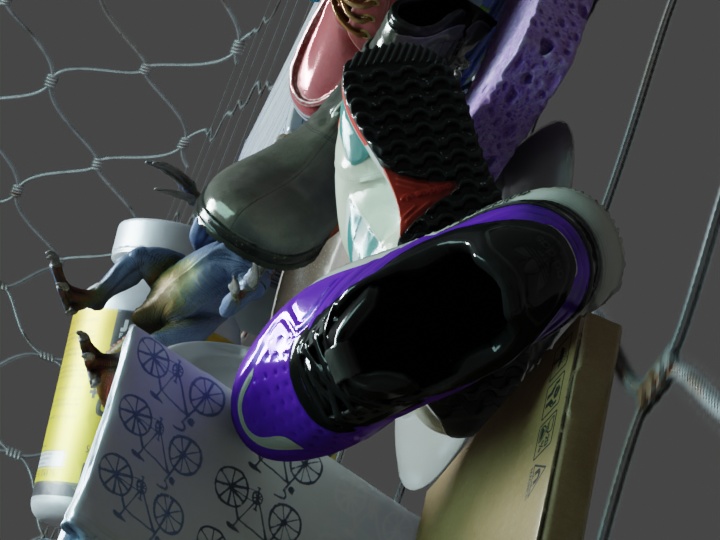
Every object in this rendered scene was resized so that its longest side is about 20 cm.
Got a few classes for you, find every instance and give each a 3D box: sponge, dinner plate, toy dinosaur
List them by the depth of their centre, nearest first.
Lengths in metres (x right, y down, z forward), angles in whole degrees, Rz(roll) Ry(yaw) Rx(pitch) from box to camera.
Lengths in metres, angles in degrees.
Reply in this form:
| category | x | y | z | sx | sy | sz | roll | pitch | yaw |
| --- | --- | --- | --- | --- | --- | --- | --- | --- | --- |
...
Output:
| category | x | y | z | sx | sy | sz | roll | pitch | yaw |
| --- | --- | --- | --- | --- | --- | --- | --- | --- | --- |
| dinner plate | 0.054 | 0.013 | 1.055 | 0.200 | 0.024 | 0.201 | -157 | 90 | -82 |
| sponge | 0.090 | -0.125 | 1.079 | 0.112 | 0.030 | 0.201 | -58 | 6 | 40 |
| toy dinosaur | -0.088 | -0.008 | 1.221 | 0.200 | 0.180 | 0.106 | 92 | 157 | -72 |

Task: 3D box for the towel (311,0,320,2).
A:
| category | x | y | z | sx | sy | sz | roll | pitch | yaw |
| --- | --- | --- | --- | --- | --- | --- | --- | --- | --- |
| towel | -0.005 | -0.213 | 1.140 | 0.147 | 0.022 | 0.200 | -49 | -12 | 11 |

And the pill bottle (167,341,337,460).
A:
| category | x | y | z | sx | sy | sz | roll | pitch | yaw |
| --- | --- | --- | --- | --- | --- | --- | --- | --- | --- |
| pill bottle | -0.082 | 0.152 | 1.168 | 0.114 | 0.113 | 0.201 | -96 | 19 | -72 |

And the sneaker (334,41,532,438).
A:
| category | x | y | z | sx | sy | sz | roll | pitch | yaw |
| --- | --- | --- | --- | --- | --- | --- | --- | --- | --- |
| sneaker | 0.031 | -0.004 | 0.984 | 0.094 | 0.070 | 0.201 | 102 | 157 | -60 |

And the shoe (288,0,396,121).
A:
| category | x | y | z | sx | sy | sz | roll | pitch | yaw |
| --- | --- | --- | --- | --- | --- | --- | --- | --- | --- |
| shoe | 0.003 | -0.160 | 1.148 | 0.091 | 0.072 | 0.200 | -3 | -39 | -53 |

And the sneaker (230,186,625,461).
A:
| category | x | y | z | sx | sy | sz | roll | pitch | yaw |
| --- | --- | --- | --- | --- | --- | --- | --- | --- | --- |
| sneaker | 0.005 | 0.029 | 0.851 | 0.200 | 0.070 | 0.099 | -31 | -2 | 33 |

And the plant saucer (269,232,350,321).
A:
| category | x | y | z | sx | sy | sz | roll | pitch | yaw |
| --- | --- | --- | --- | --- | --- | --- | --- | --- | --- |
| plant saucer | 0.000 | 0.000 | 1.243 | 0.200 | 0.032 | 0.201 | -51 | 26 | 38 |

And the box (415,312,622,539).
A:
| category | x | y | z | sx | sy | sz | roll | pitch | yaw |
| --- | --- | --- | --- | --- | --- | --- | --- | --- | --- |
| box | 0.044 | 0.136 | 0.813 | 0.164 | 0.021 | 0.201 | 124 | 165 | -51 |

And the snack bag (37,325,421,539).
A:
| category | x | y | z | sx | sy | sz | roll | pitch | yaw |
| --- | --- | --- | --- | --- | --- | --- | --- | --- | --- |
| snack bag | -0.059 | 0.152 | 0.900 | 0.021 | 0.188 | 0.201 | -22 | 40 | 44 |

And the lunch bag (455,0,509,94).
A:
| category | x | y | z | sx | sy | sz | roll | pitch | yaw |
| --- | --- | --- | --- | --- | --- | --- | --- | --- | --- |
| lunch bag | 0.066 | -0.201 | 1.284 | 0.161 | 0.082 | 0.201 | -55 | 11 | 47 |

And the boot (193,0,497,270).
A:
| category | x | y | z | sx | sy | sz | roll | pitch | yaw |
| --- | --- | --- | --- | --- | --- | --- | --- | --- | --- |
| boot | -0.006 | -0.084 | 1.088 | 0.200 | 0.068 | 0.131 | -34 | -24 | -58 |

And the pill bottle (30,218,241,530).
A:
| category | x | y | z | sx | sy | sz | roll | pitch | yaw |
| --- | --- | --- | --- | --- | --- | --- | --- | --- | --- |
| pill bottle | -0.139 | 0.074 | 1.355 | 0.112 | 0.111 | 0.202 | 141 | 141 | -71 |

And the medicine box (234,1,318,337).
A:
| category | x | y | z | sx | sy | sz | roll | pitch | yaw |
| --- | --- | --- | --- | --- | --- | --- | --- | --- | --- |
| medicine box | -0.023 | -0.076 | 1.464 | 0.201 | 0.102 | 0.183 | -77 | 13 | -48 |
